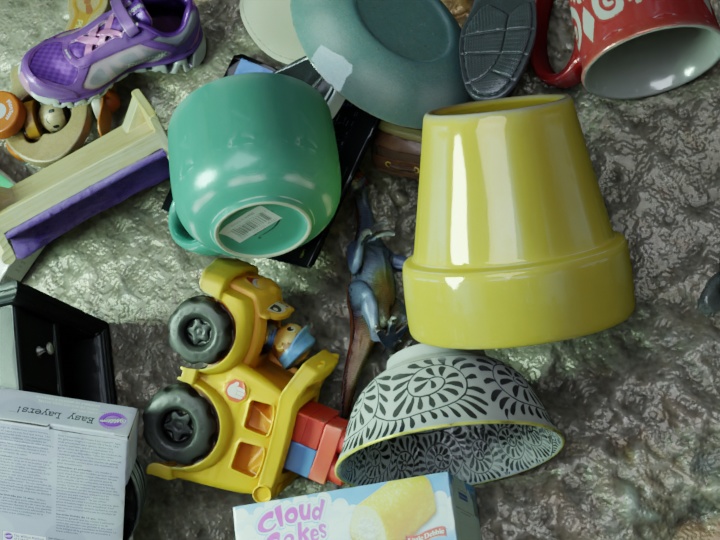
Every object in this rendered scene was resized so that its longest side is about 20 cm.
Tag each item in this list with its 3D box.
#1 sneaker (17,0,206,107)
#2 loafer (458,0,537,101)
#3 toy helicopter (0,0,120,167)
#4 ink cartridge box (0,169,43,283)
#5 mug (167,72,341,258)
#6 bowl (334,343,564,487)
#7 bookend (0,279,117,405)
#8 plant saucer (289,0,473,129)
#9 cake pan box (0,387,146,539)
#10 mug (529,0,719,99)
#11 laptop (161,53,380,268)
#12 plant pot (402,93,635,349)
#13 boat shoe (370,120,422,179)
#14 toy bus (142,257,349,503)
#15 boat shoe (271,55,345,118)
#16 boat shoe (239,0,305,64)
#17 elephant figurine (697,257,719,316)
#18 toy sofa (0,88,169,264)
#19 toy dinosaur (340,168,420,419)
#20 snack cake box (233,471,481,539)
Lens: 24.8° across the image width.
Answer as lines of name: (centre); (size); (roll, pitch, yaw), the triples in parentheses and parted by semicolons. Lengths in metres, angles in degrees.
sneaker: (-0.239, -0.226, 1.600); (0.199, 0.089, 0.081); (-22, 72, -23)
loafer: (0.135, -0.238, 1.537); (0.071, 0.063, 0.202); (0, 69, 15)
toy helicopter: (-0.291, -0.198, 1.661); (0.131, 0.079, 0.202); (12, 75, 20)
ink cartridge box: (-0.420, -0.018, 1.670); (0.160, 0.050, 0.201); (34, 86, 21)
mug: (-0.094, -0.073, 1.456); (0.150, 0.186, 0.115); (-4, 57, -9)
bowl: (0.072, 0.119, 1.417); (0.199, 0.201, 0.095); (-12, 67, 13)
bookend: (-0.304, 0.132, 1.518); (0.091, 0.200, 0.201); (-12, 73, 13)
plant saucer: (0.031, -0.222, 1.516); (0.039, 0.200, 0.202); (-48, 63, 43)
cake pan box: (-0.292, 0.194, 1.457); (0.198, 0.053, 0.186); (7, 124, 2)
mug: (0.224, -0.271, 1.499); (0.176, 0.133, 0.202); (-15, 70, 10)
laptop: (-0.083, -0.110, 1.560); (0.103, 0.200, 0.179); (27, 85, -22)
plant pot: (0.129, -0.048, 1.404); (0.198, 0.201, 0.191); (-4, 100, 15)
boat shoe: (0.102, -0.097, 1.531); (0.198, 0.072, 0.068); (20, 116, 12)
toy bus: (-0.082, 0.109, 1.482); (0.190, 0.136, 0.202); (17, 100, 13)
boat shoe: (-0.091, -0.146, 1.530); (0.199, 0.068, 0.072); (-39, 51, 18)
boat shoe: (-0.035, -0.227, 1.602); (0.199, 0.062, 0.073); (31, 106, 30)
elephant figurine: (0.415, -0.014, 1.379); (0.199, 0.156, 0.142); (28, 46, 16)
toy sofa: (-0.266, -0.079, 1.578); (0.199, 0.098, 0.083); (-29, 29, -7)
toy dinosaur: (0.000, 0.000, 1.524); (0.200, 0.105, 0.182); (-41, 51, 15)
snack cake box: (0.000, 0.232, 1.451); (0.198, 0.115, 0.068); (-11, 74, 13)
